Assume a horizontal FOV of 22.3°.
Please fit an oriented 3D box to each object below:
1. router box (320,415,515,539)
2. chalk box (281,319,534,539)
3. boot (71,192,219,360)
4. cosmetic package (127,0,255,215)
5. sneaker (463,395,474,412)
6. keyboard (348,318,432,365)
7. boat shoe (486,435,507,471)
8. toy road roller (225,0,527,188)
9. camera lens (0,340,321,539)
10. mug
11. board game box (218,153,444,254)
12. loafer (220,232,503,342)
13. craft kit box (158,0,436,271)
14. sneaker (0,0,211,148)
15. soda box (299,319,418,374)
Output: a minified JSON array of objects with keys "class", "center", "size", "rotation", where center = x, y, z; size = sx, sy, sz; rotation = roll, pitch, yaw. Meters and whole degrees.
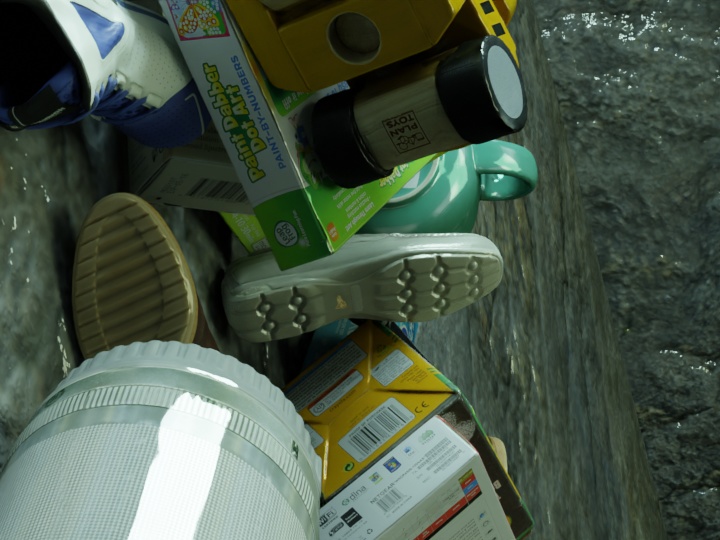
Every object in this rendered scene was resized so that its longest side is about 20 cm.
[{"class":"router box","center":[0.013,0.222,1.200],"size":[0.049,0.200,0.180],"rotation":[38,-20,43]},{"class":"chalk box","center":[0.030,0.159,1.307],"size":[0.124,0.125,0.201],"rotation":[39,-17,50]},{"class":"boot","center":[-0.118,0.045,1.104],"size":[0.166,0.072,0.202],"rotation":[-86,162,-81]},{"class":"cosmetic package","center":[-0.095,-0.143,1.179],"size":[0.103,0.073,0.202],"rotation":[5,67,-28]},{"class":"sneaker","center":[0.060,0.192,1.422],"size":[0.081,0.073,0.202],"rotation":[64,29,-69]},{"class":"keyboard","center":[-0.017,0.021,1.391],"size":[0.200,0.040,0.104],"rotation":[47,-6,24]},{"class":"boat shoe","center":[0.082,0.221,1.492],"size":[0.070,0.070,0.201],"rotation":[18,50,-30]},{"class":"toy road roller","center":[0.017,-0.158,1.059],"size":[0.201,0.122,0.146],"rotation":[59,31,-23]},{"class":"camera lens","center":[-0.104,0.149,0.847],"size":[0.201,0.159,0.161],"rotation":[-79,154,-56]},{"class":"mug","center":[0.033,-0.084,1.465],"size":[0.152,0.185,0.115],"rotation":[50,-9,15]},{"class":"board game box","center":[-0.014,-0.094,1.288],"size":[0.048,0.199,0.102],"rotation":[61,2,35]},{"class":"loafer","center":[0.000,0.000,1.287],"size":[0.070,0.198,0.070],"rotation":[-103,-171,-51]},{"class":"craft kit box","center":[-0.033,-0.128,1.124],"size":[0.199,0.048,0.200],"rotation":[64,30,-11]},{"class":"sneaker","center":[-0.160,-0.111,1.008],"size":[0.200,0.080,0.116],"rotation":[51,34,-48]},{"class":"soda box","center":[0.002,0.064,1.486],"size":[0.200,0.067,0.065],"rotation":[-72,159,-62]}]
